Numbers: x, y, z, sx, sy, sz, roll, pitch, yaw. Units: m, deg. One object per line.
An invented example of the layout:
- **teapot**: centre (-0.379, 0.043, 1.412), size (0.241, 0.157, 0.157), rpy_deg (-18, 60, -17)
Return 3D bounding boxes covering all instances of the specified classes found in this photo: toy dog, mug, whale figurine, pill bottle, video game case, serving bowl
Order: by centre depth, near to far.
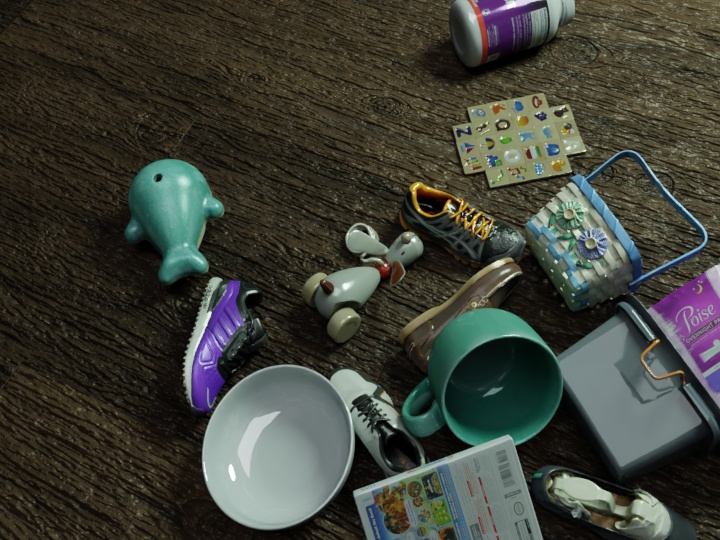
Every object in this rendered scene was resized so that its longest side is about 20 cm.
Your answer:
- **video game case**: centre (0.105, 0.294, 0.853), size (0.196, 0.018, 0.146), rpy_deg (-18, 93, -5)
- **mug**: centre (0.144, 0.124, 0.906), size (0.181, 0.155, 0.115), rpy_deg (5, 19, -11)
- **serving bowl**: centre (-0.096, 0.226, 0.923), size (0.196, 0.066, 0.204), rpy_deg (-6, 62, 12)
- **toy dog**: centre (0.000, 0.000, 1.031), size (0.130, 0.097, 0.202), rpy_deg (24, 65, 18)
- **whale figurine**: centre (-0.286, -0.081, 1.106), size (0.156, 0.104, 0.203), rpy_deg (-15, 59, -3)
- **pill bottle**: centre (0.256, -0.428, 1.241), size (0.196, 0.113, 0.114), rpy_deg (-20, 59, -5)

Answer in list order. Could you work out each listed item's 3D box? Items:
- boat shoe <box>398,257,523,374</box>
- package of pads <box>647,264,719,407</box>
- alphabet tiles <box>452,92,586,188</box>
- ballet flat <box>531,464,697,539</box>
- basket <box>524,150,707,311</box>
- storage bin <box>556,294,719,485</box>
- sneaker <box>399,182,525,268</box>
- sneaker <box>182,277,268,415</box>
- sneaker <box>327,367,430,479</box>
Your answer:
- **boat shoe**: centre (0.148, 0.064, 0.995), size (0.199, 0.071, 0.071), rpy_deg (-37, 55, -5)
- **package of pads**: centre (0.454, 0.104, 0.900), size (0.120, 0.075, 0.202), rpy_deg (-39, 51, 23)
- **alphabet tiles**: centre (0.253, -0.211, 1.178), size (0.196, 0.006, 0.169), rpy_deg (-11, 59, 0)
- **ballet flat**: centre (0.296, 0.280, 0.853), size (0.197, 0.073, 0.074), rpy_deg (19, 63, 16)
- **basket**: centre (0.340, -0.050, 0.998), size (0.198, 0.140, 0.178), rpy_deg (-32, 61, -2)
- **storage bin**: centre (0.327, 0.154, 0.891), size (0.133, 0.146, 0.202), rpy_deg (-29, 60, 1)
- **sneaker**: centre (0.145, -0.067, 1.067), size (0.197, 0.078, 0.079), rpy_deg (20, 62, 15)
- **sneaker**: centre (-0.179, 0.101, 1.009), size (0.097, 0.070, 0.204), rpy_deg (5, 61, 6)
- **sneaker**: centre (0.025, 0.193, 0.929), size (0.073, 0.080, 0.200), rpy_deg (-37, 61, -13)
